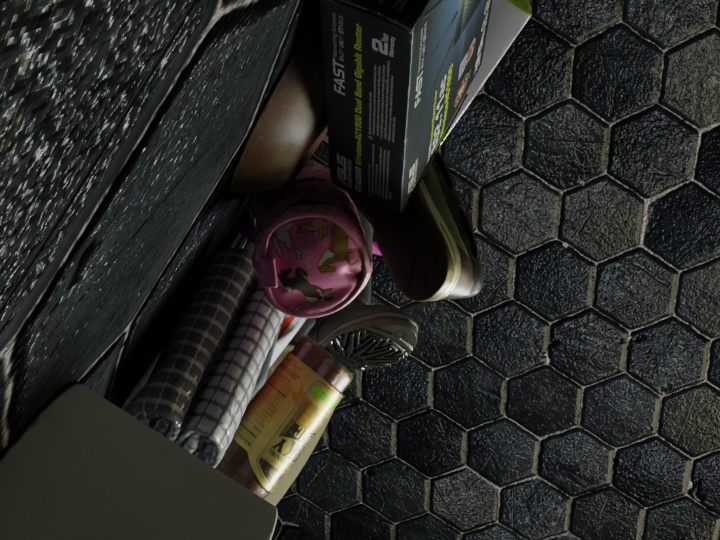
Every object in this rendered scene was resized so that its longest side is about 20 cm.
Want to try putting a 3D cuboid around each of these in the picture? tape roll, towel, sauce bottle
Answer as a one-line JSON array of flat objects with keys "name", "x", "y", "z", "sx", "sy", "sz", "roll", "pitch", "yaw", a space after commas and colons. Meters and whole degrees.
[{"name": "tape roll", "x": -0.152, "y": 0.185, "z": 0.504, "sx": 0.205, "sy": 0.138, "sz": 0.203, "roll": -59, "pitch": -178, "yaw": 4}, {"name": "towel", "x": -0.145, "y": 0.093, "z": 0.779, "sx": 0.200, "sy": 0.085, "sz": 0.167, "roll": -47, "pitch": -161, "yaw": 51}, {"name": "sauce bottle", "x": -0.086, "y": 0.154, "z": 0.807, "sx": 0.201, "sy": 0.064, "sz": 0.065, "roll": -54, "pitch": -178, "yaw": -6}]

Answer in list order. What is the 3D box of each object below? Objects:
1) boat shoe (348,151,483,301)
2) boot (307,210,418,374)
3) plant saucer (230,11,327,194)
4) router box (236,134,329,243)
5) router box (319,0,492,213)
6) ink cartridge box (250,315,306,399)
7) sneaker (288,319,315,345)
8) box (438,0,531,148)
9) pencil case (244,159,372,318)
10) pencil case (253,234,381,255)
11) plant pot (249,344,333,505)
[{"name": "boat shoe", "x": 0.039, "y": -0.060, "z": 0.720, "sx": 0.072, "sy": 0.065, "sz": 0.203, "roll": -40, "pitch": -126, "yaw": 29}, {"name": "boot", "x": -0.001, "y": -0.001, "z": 0.924, "sx": 0.181, "sy": 0.072, "sz": 0.203, "roll": -23, "pitch": -134, "yaw": 46}, {"name": "plant saucer", "x": -0.030, "y": -0.135, "z": 0.685, "sx": 0.202, "sy": 0.036, "sz": 0.200, "roll": -58, "pitch": -177, "yaw": 5}, {"name": "router box", "x": -0.044, "y": -0.116, "z": 0.934, "sx": 0.150, "sy": 0.051, "sz": 0.200, "roll": -55, "pitch": -176, "yaw": 24}, {"name": "router box", "x": 0.036, "y": -0.154, "z": 0.605, "sx": 0.151, "sy": 0.061, "sz": 0.201, "roll": -60, "pitch": 166, "yaw": -23}, {"name": "ink cartridge box", "x": -0.082, "y": 0.070, "z": 0.870, "sx": 0.163, "sy": 0.056, "sz": 0.202, "roll": -51, "pitch": -156, "yaw": 42}, {"name": "sneaker", "x": -0.096, "y": 0.053, "z": 1.029, "sx": 0.197, "sy": 0.080, "sz": 0.075, "roll": -23, "pitch": 179, "yaw": 2}, {"name": "box", "x": 0.086, "y": -0.191, "z": 0.820, "sx": 0.201, "sy": 0.047, "sz": 0.123, "roll": -54, "pitch": -166, "yaw": 28}, {"name": "pencil case", "x": -0.044, "y": -0.032, "z": 0.729, "sx": 0.086, "sy": 0.083, "sz": 0.200, "roll": -41, "pitch": -161, "yaw": 6}, {"name": "pencil case", "x": -0.028, "y": -0.039, "z": 1.093, "sx": 0.198, "sy": 0.094, "sz": 0.091, "roll": -9, "pitch": -144, "yaw": 38}, {"name": "plant pot", "x": -0.126, "y": 0.177, "z": 1.024, "sx": 0.200, "sy": 0.187, "sz": 0.188, "roll": -42, "pitch": -171, "yaw": 25}]
